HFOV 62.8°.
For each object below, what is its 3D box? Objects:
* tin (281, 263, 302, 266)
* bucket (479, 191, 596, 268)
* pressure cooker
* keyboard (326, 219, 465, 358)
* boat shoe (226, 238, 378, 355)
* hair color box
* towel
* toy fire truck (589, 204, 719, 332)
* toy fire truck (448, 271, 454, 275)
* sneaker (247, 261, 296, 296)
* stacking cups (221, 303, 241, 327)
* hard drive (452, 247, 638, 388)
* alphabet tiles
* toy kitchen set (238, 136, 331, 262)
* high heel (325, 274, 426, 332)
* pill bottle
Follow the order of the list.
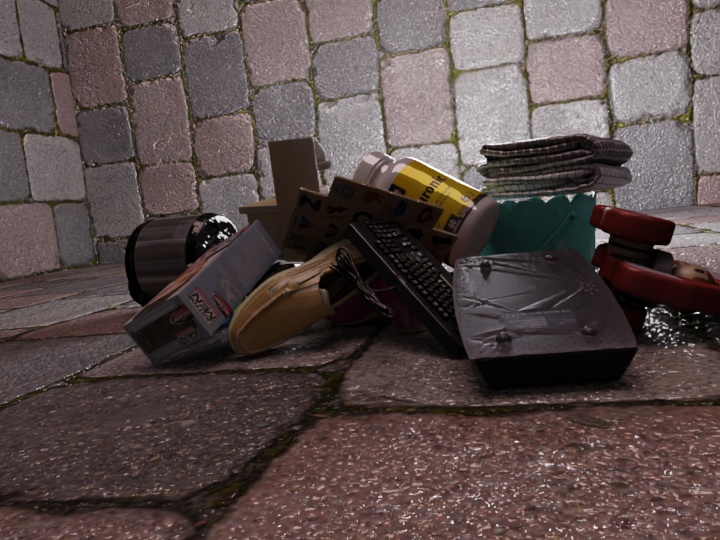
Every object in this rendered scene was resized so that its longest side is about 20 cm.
[{"bbox_3d":[-0.141,0.018,1.040,0.111,0.042,0.200,-12,-5,21],"label":"tin"},{"bbox_3d":[0.266,-0.045,0.915,0.205,0.136,0.207,-6,5,1],"label":"bucket"},{"bbox_3d":[-0.341,-0.019,1.114,0.198,0.180,0.176,-3,10,20],"label":"pressure cooker"},{"bbox_3d":[0.046,0.012,0.613,0.126,0.021,0.200,-15,48,-34],"label":"keyboard"},{"bbox_3d":[-0.057,0.030,0.667,0.200,0.072,0.076,-39,33,-20],"label":"boat shoe"},{"bbox_3d":[-0.184,0.020,0.720,0.099,0.061,0.200,-27,17,28],"label":"hair color box"},{"bbox_3d":[0.293,-0.159,0.903,0.199,0.086,0.165,0,8,39],"label":"towel"},{"bbox_3d":[0.315,0.006,0.604,0.167,0.113,0.200,14,12,12],"label":"toy fire truck"},{"bbox_3d":[0.155,0.032,0.726,0.140,0.049,0.200,-4,6,20],"label":"toy fire truck"},{"bbox_3d":[-0.119,0.040,0.817,0.071,0.083,0.200,-25,9,-15],"label":"sneaker"},{"bbox_3d":[-0.212,0.055,0.834,0.060,0.061,0.200,-4,6,18],"label":"stacking cups"},{"bbox_3d":[0.151,0.036,0.525,0.134,0.043,0.200,-5,22,8],"label":"hard drive"},{"bbox_3d":[0.009,-0.037,0.730,0.198,0.167,0.006,16,46,-9],"label":"alphabet tiles"},{"bbox_3d":[-0.050,-0.115,0.859,0.199,0.165,0.180,2,17,31],"label":"toy kitchen set"},{"bbox_3d":[0.009,0.021,0.753,0.067,0.097,0.199,-10,7,-32],"label":"high heel"},{"bbox_3d":[0.086,-0.093,0.844,0.199,0.112,0.111,31,23,24],"label":"pill bottle"}]
